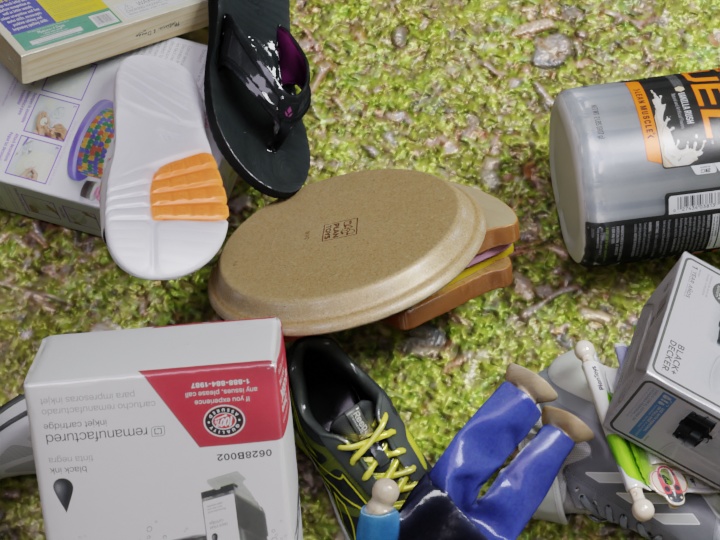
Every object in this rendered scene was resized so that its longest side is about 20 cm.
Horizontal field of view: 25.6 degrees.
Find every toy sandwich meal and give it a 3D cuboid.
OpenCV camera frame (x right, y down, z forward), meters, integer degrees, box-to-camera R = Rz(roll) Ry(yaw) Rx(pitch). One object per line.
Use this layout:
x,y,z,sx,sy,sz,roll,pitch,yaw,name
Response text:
0.000,0.000,1.029,0.205,0.070,0.205,-13,29,7,toy sandwich meal

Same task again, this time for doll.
0.058,0.158,0.945,0.200,0.048,0.136,-48,115,-12,doll

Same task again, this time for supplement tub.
0.234,-0.073,1.062,0.199,0.123,0.123,-8,66,-2,supplement tub

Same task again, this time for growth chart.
0.227,0.084,1.001,0.199,0.018,0.145,-3,54,-27,growth chart

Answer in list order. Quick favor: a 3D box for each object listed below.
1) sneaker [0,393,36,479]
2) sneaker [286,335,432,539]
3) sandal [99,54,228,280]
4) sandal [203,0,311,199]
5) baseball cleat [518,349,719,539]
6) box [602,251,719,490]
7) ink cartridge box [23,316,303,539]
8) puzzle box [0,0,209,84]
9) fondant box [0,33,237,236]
-0.144,0.121,1.010,0.200,0.076,0.116,-17,65,-8,sneaker
0.005,0.125,0.999,0.074,0.085,0.200,-36,70,-13,sneaker
-0.133,-0.058,1.045,0.079,0.059,0.207,9,44,-16,sandal
-0.068,-0.146,1.078,0.075,0.048,0.201,6,64,-34,sandal
0.169,0.148,1.005,0.106,0.070,0.200,-39,67,2,baseball cleat
0.258,0.088,0.958,0.200,0.060,0.117,27,46,0,box
-0.110,0.139,0.936,0.146,0.083,0.201,-5,108,0,ink cartridge box
-0.186,-0.205,1.135,0.200,0.025,0.133,-23,52,-30,puzzle box
-0.183,-0.101,1.122,0.199,0.058,0.145,15,67,9,fondant box
